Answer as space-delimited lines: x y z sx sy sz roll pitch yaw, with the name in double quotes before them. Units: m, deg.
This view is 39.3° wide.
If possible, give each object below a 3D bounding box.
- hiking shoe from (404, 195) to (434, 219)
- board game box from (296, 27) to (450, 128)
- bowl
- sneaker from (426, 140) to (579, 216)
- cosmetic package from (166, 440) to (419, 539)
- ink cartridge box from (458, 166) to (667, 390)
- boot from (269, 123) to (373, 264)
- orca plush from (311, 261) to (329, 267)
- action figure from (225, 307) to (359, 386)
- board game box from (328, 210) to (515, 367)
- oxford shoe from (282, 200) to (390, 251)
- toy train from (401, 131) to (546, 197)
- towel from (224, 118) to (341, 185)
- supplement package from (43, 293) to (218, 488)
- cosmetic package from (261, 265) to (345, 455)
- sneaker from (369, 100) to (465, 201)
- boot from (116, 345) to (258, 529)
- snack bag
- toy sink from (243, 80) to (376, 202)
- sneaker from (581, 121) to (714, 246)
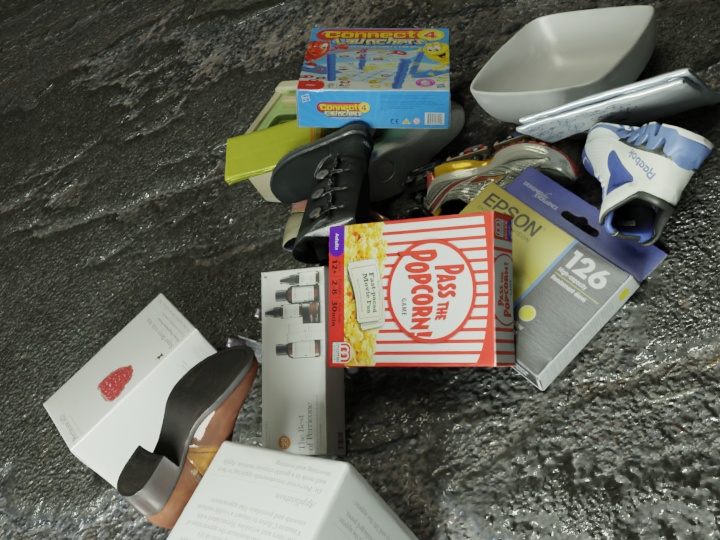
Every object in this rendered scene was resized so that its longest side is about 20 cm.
"hiking shoe" 0.061 0.014 1.149 0.074 0.087 0.201 -16 42 25
"board game box" 0.022 -0.262 1.356 0.199 0.056 0.196 1 37 3
"bowl" 0.260 -0.247 1.258 0.199 0.075 0.200 6 42 43
"sneaker" 0.168 -0.092 1.200 0.199 0.078 0.083 -14 53 35
"cosmetic package" -0.072 0.287 0.901 0.164 0.165 0.201 2 51 41
"ink cartridge box" 0.181 -0.008 1.063 0.200 0.047 0.197 -46 57 -9
"boot" -0.056 -0.078 1.246 0.164 0.066 0.201 -31 36 29
"orca plush" 0.000 0.000 1.199 0.200 0.105 0.071 -104 38 -79
"action figure" -0.068 0.095 1.179 0.199 0.069 0.131 11 67 49
"board game box" 0.060 0.024 1.038 0.199 0.046 0.153 -5 83 34
"oxford shoe" -0.026 -0.045 1.312 0.199 0.071 0.074 6 68 50
"toy train" 0.145 -0.139 1.292 0.199 0.034 0.046 -16 29 27
"towel" -0.088 -0.171 1.359 0.199 0.018 0.086 -14 47 12
"supplement package" -0.262 0.152 1.236 0.200 0.120 0.121 -45 38 -10
"cosmetic package" -0.064 0.100 1.100 0.082 0.051 0.201 -6 80 27
"sneaker" 0.036 -0.173 1.377 0.200 0.074 0.118 -39 42 -19
"boot" -0.122 0.196 1.010 0.068 0.200 0.189 9 60 41
"snack bag" 0.291 -0.175 1.119 0.188 0.200 0.022 -14 84 28
"toy sink" -0.072 -0.207 1.472 0.130 0.112 0.200 8 55 43
"sneaker" 0.277 -0.089 1.056 0.116 0.080 0.199 -66 13 -1
